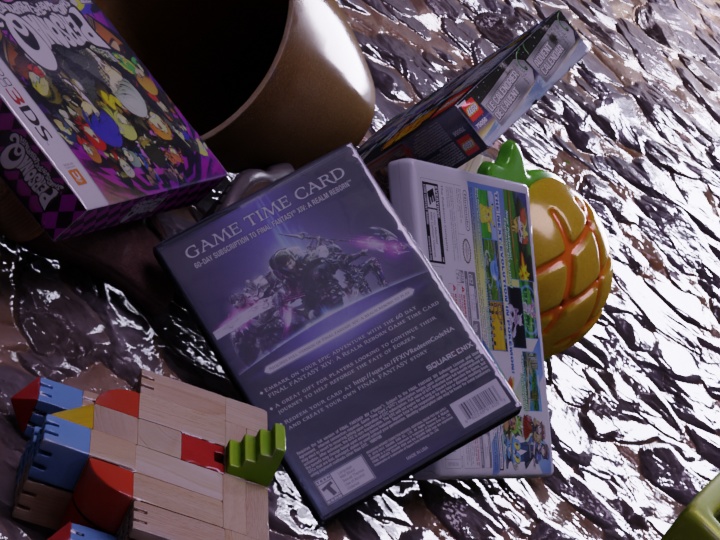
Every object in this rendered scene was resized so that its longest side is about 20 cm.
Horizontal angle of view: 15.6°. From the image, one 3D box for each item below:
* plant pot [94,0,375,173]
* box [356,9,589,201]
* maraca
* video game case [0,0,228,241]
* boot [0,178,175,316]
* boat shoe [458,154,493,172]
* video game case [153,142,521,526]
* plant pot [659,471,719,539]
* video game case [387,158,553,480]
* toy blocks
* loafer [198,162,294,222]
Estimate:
[{"bbox_3d":[-0.076,-0.143,1.819,0.186,0.186,0.200,53,14,30],"label":"plant pot"},{"bbox_3d":[0.051,-0.094,1.802,0.040,0.200,0.137,51,48,-7],"label":"box"},{"bbox_3d":[0.116,-0.010,1.871,0.107,0.137,0.200,6,-21,27],"label":"maraca"},{"bbox_3d":[-0.183,-0.107,1.590,0.181,0.036,0.200,53,22,8],"label":"video game case"},{"bbox_3d":[-0.196,-0.066,1.649,0.166,0.072,0.200,37,19,-34],"label":"boot"},{"bbox_3d":[0.044,-0.036,1.917,0.066,0.074,0.200,21,24,6],"label":"boat shoe"},{"bbox_3d":[-0.015,0.036,1.595,0.200,0.143,0.019,57,-15,16],"label":"video game case"},{"bbox_3d":[0.238,0.238,1.550,0.199,0.182,0.200,44,24,11],"label":"plant pot"},{"bbox_3d":[0.073,0.035,1.705,0.182,0.022,0.200,8,75,-62],"label":"video game case"},{"bbox_3d":[-0.121,0.114,1.396,0.137,0.100,0.200,19,27,-14],"label":"toy blocks"},{"bbox_3d":[-0.060,-0.023,1.719,0.071,0.073,0.200,42,20,4],"label":"loafer"}]
